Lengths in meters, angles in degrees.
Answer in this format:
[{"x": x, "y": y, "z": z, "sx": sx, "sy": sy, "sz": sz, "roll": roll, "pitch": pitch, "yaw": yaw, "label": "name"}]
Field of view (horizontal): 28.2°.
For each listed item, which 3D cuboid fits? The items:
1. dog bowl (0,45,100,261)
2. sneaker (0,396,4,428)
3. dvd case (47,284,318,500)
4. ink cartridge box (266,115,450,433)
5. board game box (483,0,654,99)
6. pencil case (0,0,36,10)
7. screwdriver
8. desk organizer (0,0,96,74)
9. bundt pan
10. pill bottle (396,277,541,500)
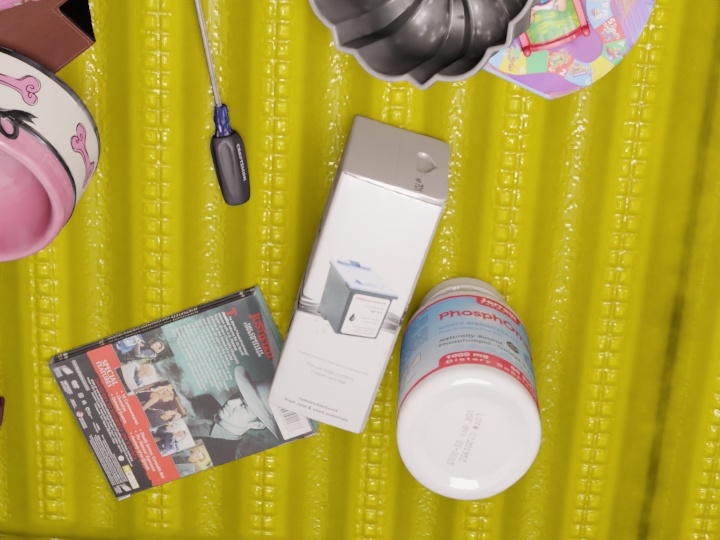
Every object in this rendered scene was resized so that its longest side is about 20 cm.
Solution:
[{"x": -0.303, "y": -0.083, "z": 1.096, "sx": 0.197, "sy": 0.074, "sz": 0.201, "roll": 3, "pitch": 144, "yaw": 2, "label": "dog bowl"}, {"x": -0.381, "y": 0.104, "z": 1.201, "sx": 0.075, "sy": 0.117, "sz": 0.199, "roll": -2, "pitch": 157, "yaw": 38, "label": "sneaker"}, {"x": -0.153, "y": 0.109, "z": 1.248, "sx": 0.198, "sy": 0.022, "sz": 0.147, "roll": -19, "pitch": 111, "yaw": 12, "label": "dvd case"}, {"x": 0.000, "y": 0.000, "z": 1.125, "sx": 0.085, "sy": 0.147, "sz": 0.202, "roll": 16, "pitch": 113, "yaw": -2, "label": "ink cartridge box"}, {"x": 0.128, "y": -0.218, "z": 1.082, "sx": 0.198, "sy": 0.039, "sz": 0.159, "roll": 24, "pitch": 112, "yaw": -7, "label": "board game box"}, {"x": -0.313, "y": -0.215, "z": 1.000, "sx": 0.198, "sy": 0.083, "sz": 0.088, "roll": -10, "pitch": 72, "yaw": 15, "label": "pencil case"}, {"x": -0.112, "y": -0.147, "z": 1.133, "sx": 0.029, "sy": 0.028, "sz": 0.202, "roll": -16, "pitch": 114, "yaw": -24, "label": "screwdriver"}, {"x": -0.203, "y": -0.228, "z": 1.066, "sx": 0.199, "sy": 0.072, "sz": 0.077, "roll": -33, "pitch": 136, "yaw": 16, "label": "desk organizer"}, {"x": 0.056, "y": -0.237, "z": 1.029, "sx": 0.200, "sy": 0.076, "sz": 0.205, "roll": 11, "pitch": 110, "yaw": 31, "label": "bundt pan"}, {"x": 0.083, "y": 0.083, "z": 1.127, "sx": 0.107, "sy": 0.200, "sz": 0.110, "roll": 1, "pitch": 114, "yaw": 2, "label": "pill bottle"}]
